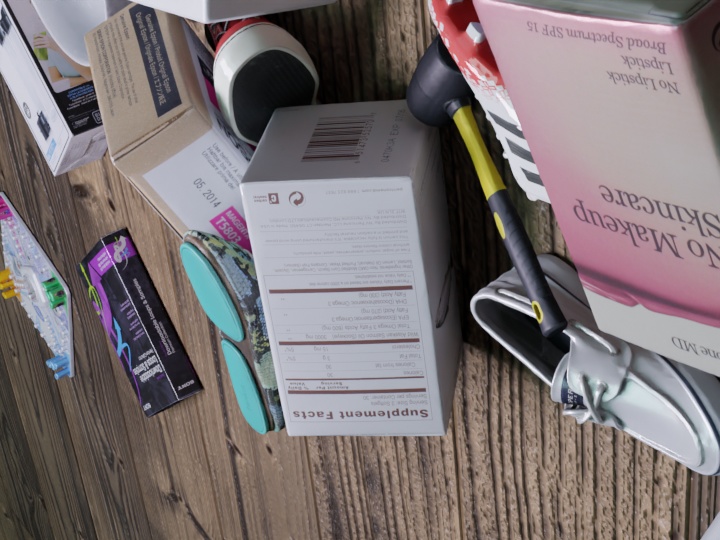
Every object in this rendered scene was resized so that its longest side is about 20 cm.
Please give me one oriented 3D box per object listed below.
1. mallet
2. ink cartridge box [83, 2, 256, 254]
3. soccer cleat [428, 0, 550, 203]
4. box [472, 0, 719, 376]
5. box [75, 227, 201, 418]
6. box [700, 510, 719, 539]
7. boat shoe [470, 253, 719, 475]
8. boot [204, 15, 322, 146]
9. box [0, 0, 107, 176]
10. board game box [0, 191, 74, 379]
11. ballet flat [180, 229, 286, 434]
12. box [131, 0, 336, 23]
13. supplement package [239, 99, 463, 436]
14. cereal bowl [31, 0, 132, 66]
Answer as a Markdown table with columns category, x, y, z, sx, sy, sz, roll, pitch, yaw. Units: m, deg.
| category | x | y | z | sx | sy | sz | roll | pitch | yaw |
| --- | --- | --- | --- | --- | --- | --- | --- | --- | --- |
| mallet | 0.078 | -0.049 | 0.920 | 0.066 | 0.041 | 0.201 | -44 | 61 | 64 |
| ink cartridge box | -0.113 | -0.085 | 1.108 | 0.200 | 0.075 | 0.165 | 52 | -170 | -43 |
| soccer cleat | 0.101 | -0.089 | 0.853 | 0.200 | 0.068 | 0.085 | 49 | 146 | 20 |
| box | 0.155 | -0.062 | 0.667 | 0.128 | 0.109 | 0.201 | 21 | 144 | 50 |
| box | -0.255 | 0.064 | 1.687 | 0.201 | 0.036 | 0.143 | 63 | 154 | 2 |
| box | 0.266 | 0.126 | 0.574 | 0.200 | 0.198 | 0.172 | 51 | 152 | 26 |
| boat shoe | 0.145 | 0.065 | 0.902 | 0.200 | 0.065 | 0.074 | 39 | 144 | 43 |
| boot | -0.086 | -0.165 | 1.071 | 0.145 | 0.072 | 0.200 | 60 | -179 | 16 |
| box | -0.331 | -0.215 | 1.560 | 0.201 | 0.060 | 0.117 | 63 | 154 | 6 |
| board game box | -0.452 | 0.024 | 2.035 | 0.200 | 0.026 | 0.201 | 51 | 151 | 28 |
| ballet flat | -0.076 | 0.033 | 1.076 | 0.074 | 0.074 | 0.201 | 42 | 156 | 39 |
| box | -0.113 | -0.266 | 1.028 | 0.200 | 0.106 | 0.153 | 28 | 126 | 52 |
| supplement package | 0.000 | 0.000 | 1.013 | 0.117 | 0.116 | 0.201 | -74 | -21 | -57 |
| cereal bowl | -0.233 | -0.284 | 1.289 | 0.200 | 0.083 | 0.201 | 44 | 147 | 38 |
